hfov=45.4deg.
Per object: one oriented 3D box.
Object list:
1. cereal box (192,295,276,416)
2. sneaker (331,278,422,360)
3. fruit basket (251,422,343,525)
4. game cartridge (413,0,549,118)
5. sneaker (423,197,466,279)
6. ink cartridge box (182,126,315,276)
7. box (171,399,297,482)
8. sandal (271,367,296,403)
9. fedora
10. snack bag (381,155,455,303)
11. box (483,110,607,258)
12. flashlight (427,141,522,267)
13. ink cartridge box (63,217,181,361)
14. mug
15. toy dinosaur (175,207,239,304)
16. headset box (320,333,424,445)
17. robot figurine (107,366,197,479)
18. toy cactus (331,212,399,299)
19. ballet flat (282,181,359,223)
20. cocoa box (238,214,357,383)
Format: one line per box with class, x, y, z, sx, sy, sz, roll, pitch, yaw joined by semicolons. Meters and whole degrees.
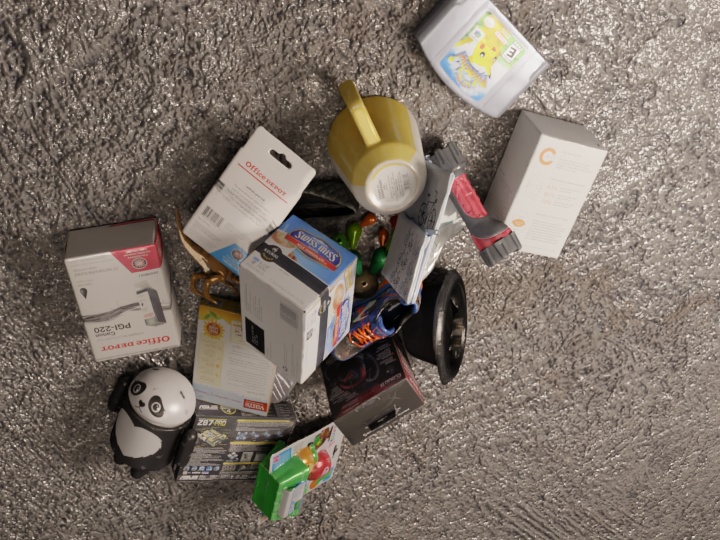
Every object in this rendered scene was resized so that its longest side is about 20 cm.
cereal box;-0.213;0.149;1.481;0.141;0.040;0.203;14;121;2
sneaker;0.022;0.083;1.418;0.075;0.079;0.200;37;111;-26
fruit basket;-0.103;0.377;1.614;0.198;0.094;0.188;-16;135;-38
game cartridge;0.179;-0.326;1.296;0.199;0.041;0.133;36;112;-29
sneaker;0.106;-0.056;1.439;0.079;0.071;0.202;30;108;-13
ink cartridge box;-0.164;-0.109;1.306;0.115;0.068;0.201;37;102;-8
box;-0.232;0.316;1.584;0.197;0.049;0.163;6;123;-28
sandal;-0.121;0.147;1.516;0.079;0.059;0.208;34;121;-6
fedora;0.125;0.096;1.500;0.090;0.202;0.203;4;127;21
snack bag;0.083;-0.067;1.289;0.021;0.189;0.203;15;101;-13
box;0.292;-0.138;1.403;0.122;0.098;0.203;10;120;-18
flashlight;0.178;-0.106;1.355;0.067;0.068;0.202;-29;89;5
ink cartridge box;-0.374;0.033;1.368;0.143;0.085;0.203;-10;125;-6
mug;0.018;-0.169;1.287;0.185;0.154;0.150;26;115;-25
toy dinosaur;-0.243;-0.010;1.399;0.198;0.060;0.108;29;83;-25
headset box;0.017;0.194;1.490;0.147;0.201;0.075;-32;124;8
robot figurine;-0.362;0.264;1.492;0.148;0.126;0.202;17;118;-22
toy cactus;0.000;0.000;1.438;0.198;0.103;0.166;-32;134;-2
ballet flat;-0.099;-0.104;1.357;0.196;0.057;0.067;-8;124;-2
cocoa box;-0.096;0.046;1.322;0.131;0.132;0.202;-45;157;-32
